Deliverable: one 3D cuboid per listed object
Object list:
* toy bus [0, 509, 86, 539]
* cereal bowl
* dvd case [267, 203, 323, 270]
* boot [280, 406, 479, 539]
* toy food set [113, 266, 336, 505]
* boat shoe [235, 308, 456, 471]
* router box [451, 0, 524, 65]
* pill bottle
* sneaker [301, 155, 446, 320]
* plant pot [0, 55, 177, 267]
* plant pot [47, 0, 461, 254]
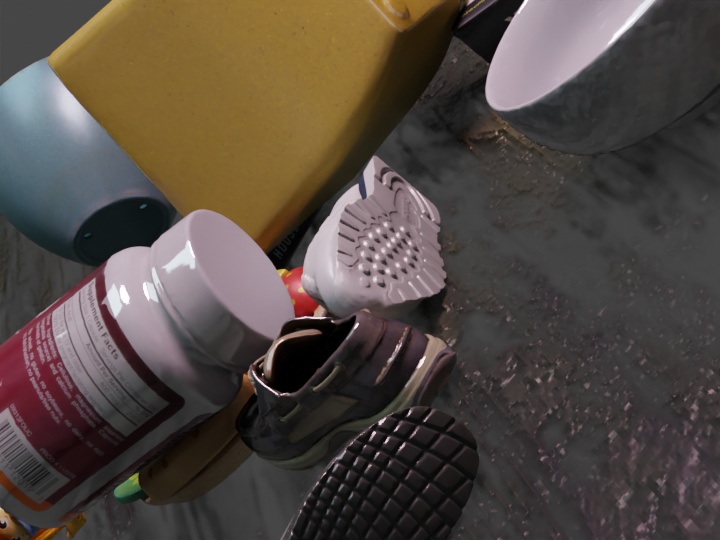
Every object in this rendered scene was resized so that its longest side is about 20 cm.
[{"bbox_3d":[-0.254,0.163,1.633,0.192,0.136,0.200,-33,20,4],"label":"toy bus"},{"bbox_3d":[0.163,-0.137,1.210,0.200,0.083,0.200,-46,16,17],"label":"cereal bowl"},{"bbox_3d":[-0.096,-0.010,1.738,0.200,0.025,0.151,-29,26,51],"label":"dvd case"},{"bbox_3d":[-0.030,0.149,1.139,0.200,0.068,0.131,-52,10,-11],"label":"boot"},{"bbox_3d":[-0.091,0.073,1.494,0.200,0.049,0.198,-56,17,-16],"label":"toy food set"},{"bbox_3d":[-0.022,0.058,1.293,0.200,0.073,0.075,-26,29,56],"label":"boat shoe"},{"bbox_3d":[0.156,-0.234,1.496,0.200,0.051,0.150,-33,26,48],"label":"router box"},{"bbox_3d":[-0.143,0.058,1.377,0.200,0.114,0.114,-36,20,20],"label":"pill bottle"},{"bbox_3d":[0.000,0.000,1.372,0.080,0.076,0.200,-44,6,17],"label":"sneaker"},{"bbox_3d":[-0.235,-0.082,2.040,0.200,0.200,0.135,-43,54,23],"label":"plant pot"},{"bbox_3d":[-0.046,-0.158,1.533,0.200,0.196,0.194,-41,2,35],"label":"plant pot"}]
